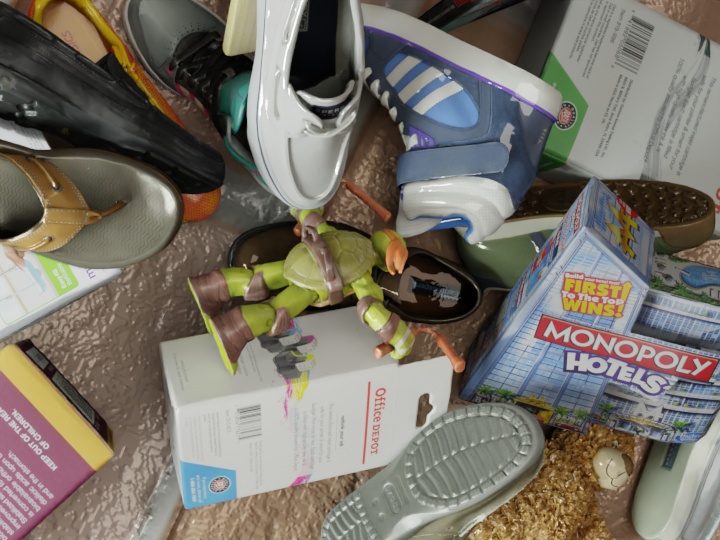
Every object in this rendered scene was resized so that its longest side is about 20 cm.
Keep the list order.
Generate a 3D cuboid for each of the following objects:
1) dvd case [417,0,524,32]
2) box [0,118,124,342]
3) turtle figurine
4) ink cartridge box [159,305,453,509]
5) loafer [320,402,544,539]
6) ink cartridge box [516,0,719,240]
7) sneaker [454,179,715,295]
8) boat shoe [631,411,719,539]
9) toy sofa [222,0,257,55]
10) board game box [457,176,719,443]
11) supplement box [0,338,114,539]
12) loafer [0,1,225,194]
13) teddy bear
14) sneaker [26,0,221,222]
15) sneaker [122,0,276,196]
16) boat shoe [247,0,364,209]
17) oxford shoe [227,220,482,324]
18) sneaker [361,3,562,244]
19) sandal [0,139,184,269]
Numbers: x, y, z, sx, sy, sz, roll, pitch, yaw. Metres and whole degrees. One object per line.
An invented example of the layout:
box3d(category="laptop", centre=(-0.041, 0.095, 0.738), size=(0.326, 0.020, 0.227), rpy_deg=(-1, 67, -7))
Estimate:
box3d(category="dvd case", centre=(0.133, -0.221, 0.827), size=(0.146, 0.200, 0.022), rpy_deg=(-24, 95, -14))
box3d(category="box", centre=(-0.290, -0.041, 0.768), size=(0.176, 0.097, 0.200), rpy_deg=(-31, 97, -12))
box3d(category="turtle figurine", centre=(-0.027, 0.011, 0.765), size=(0.161, 0.064, 0.200), rpy_deg=(-23, 54, -12))
box3d(category="ink cartridge box", centre=(-0.039, 0.095, 0.819), size=(0.200, 0.068, 0.115), rpy_deg=(-10, 135, -15))
box3d(category="loafer", centre=(0.059, 0.166, 0.837), size=(0.200, 0.075, 0.070), rpy_deg=(-35, 141, 24))
box3d(category="ink cartridge box", centre=(0.224, -0.125, 0.909), size=(0.200, 0.083, 0.147), rpy_deg=(24, 83, -12))
box3d(category="sneaker", centre=(0.171, -0.016, 0.864), size=(0.200, 0.067, 0.090), rpy_deg=(0, 127, 21))
box3d(category="boat shoe", centre=(0.296, 0.141, 0.939), size=(0.071, 0.070, 0.201), rpy_deg=(25, 87, -24))
box3d(category="toy sofa", centre=(-0.079, -0.254, 0.787), size=(0.097, 0.083, 0.200), rpy_deg=(-14, 63, -24))
box3d(category="board game box", centre=(0.190, 0.037, 0.816), size=(0.200, 0.200, 0.062), rpy_deg=(15, 44, 5))
box3d(category="supplement box", centre=(-0.273, 0.148, 0.754), size=(0.200, 0.131, 0.103), rpy_deg=(-43, 98, -12))
box3d(category="loafer", centre=(-0.171, -0.112, 0.744), size=(0.200, 0.068, 0.070), rpy_deg=(27, 65, -33))
box3d(category="teddy bear", centre=(0.148, 0.189, 0.895), size=(0.200, 0.067, 0.145), rpy_deg=(-24, 98, -13))
box3d(category="sneaker", centre=(-0.175, -0.115, 0.810), size=(0.073, 0.077, 0.200), rpy_deg=(-42, 101, -13))
box3d(category="sneaker", centre=(-0.093, -0.135, 0.807), size=(0.084, 0.121, 0.200), rpy_deg=(-46, 100, -11))
box3d(category="boat shoe", centre=(-0.033, -0.117, 0.723), size=(0.073, 0.065, 0.200), rpy_deg=(-19, 130, -19))
box3d(category="oxford shoe", centre=(0.000, 0.000, 0.850), size=(0.200, 0.084, 0.073), rpy_deg=(7, 89, -13))
box3d(category="sneaker", centre=(0.038, -0.103, 0.839), size=(0.200, 0.081, 0.147), rpy_deg=(28, 92, 21))
box3d(category="sandal", centre=(-0.212, -0.049, 0.702), size=(0.200, 0.055, 0.082), rpy_deg=(20, 104, -14))
